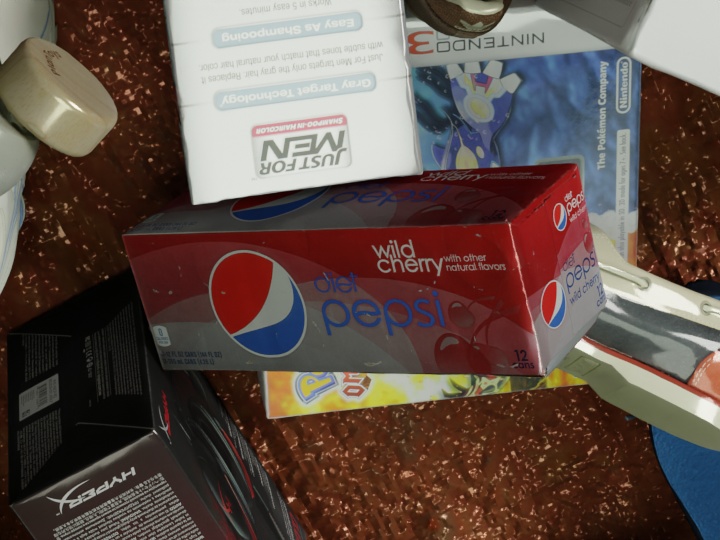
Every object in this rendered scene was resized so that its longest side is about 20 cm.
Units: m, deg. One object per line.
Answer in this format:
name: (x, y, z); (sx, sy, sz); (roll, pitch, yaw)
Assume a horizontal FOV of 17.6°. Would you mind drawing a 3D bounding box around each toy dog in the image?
toy dog: (-0.194, -0.092, 0.914); (0.199, 0.096, 0.133); (29, 97, 17)

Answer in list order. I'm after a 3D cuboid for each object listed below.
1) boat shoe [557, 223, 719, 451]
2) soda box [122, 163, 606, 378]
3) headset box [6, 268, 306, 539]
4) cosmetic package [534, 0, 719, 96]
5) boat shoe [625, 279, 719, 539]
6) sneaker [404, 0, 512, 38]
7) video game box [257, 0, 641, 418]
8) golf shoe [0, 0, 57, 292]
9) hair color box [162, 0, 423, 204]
boat shoe: (0.095, 0.009, 1.042); (0.199, 0.071, 0.063); (28, 76, -7)
soda box: (0.000, 0.000, 0.980); (0.199, 0.063, 0.070); (-1, 114, 34)
headset box: (-0.082, 0.123, 1.076); (0.075, 0.149, 0.201); (-27, 118, 6)
cosmetic package: (0.212, -0.155, 0.969); (0.198, 0.123, 0.201); (22, 99, -20)
boat shoe: (0.175, 0.086, 1.148); (0.083, 0.069, 0.201); (-12, 121, 3)
sneaker: (0.055, -0.195, 0.953); (0.070, 0.076, 0.202); (-1, 105, -14)
video game box: (0.037, -0.034, 1.072); (0.181, 0.047, 0.201); (-5, 119, -4)
golf shoe: (-0.169, -0.059, 0.994); (0.078, 0.097, 0.201); (1, 116, -8)
hair color box: (-0.036, -0.135, 0.964); (0.098, 0.061, 0.202); (-8, 101, -5)
